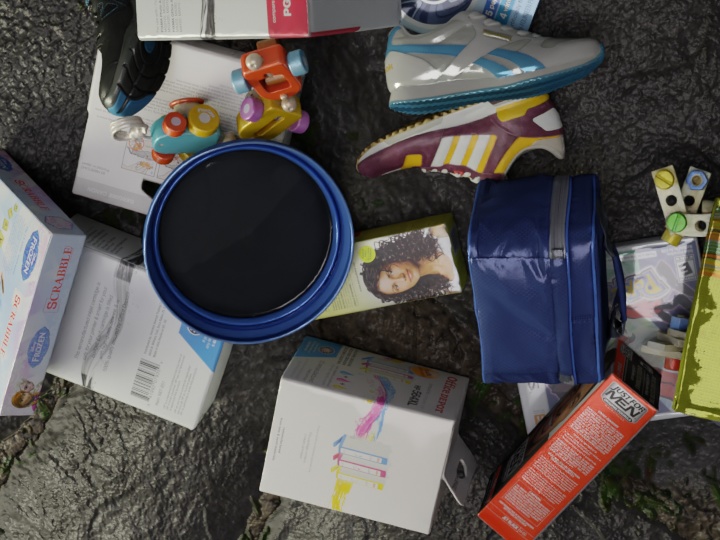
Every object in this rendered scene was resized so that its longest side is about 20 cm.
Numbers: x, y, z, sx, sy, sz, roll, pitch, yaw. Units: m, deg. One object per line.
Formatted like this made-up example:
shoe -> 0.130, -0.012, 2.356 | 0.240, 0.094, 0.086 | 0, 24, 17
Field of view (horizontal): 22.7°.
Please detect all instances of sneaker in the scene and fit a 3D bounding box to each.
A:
sneaker -> -0.223, -0.236, 1.692 | 0.082, 0.073, 0.201 | 2, 68, 19
sneaker -> 0.120, -0.196, 1.619 | 0.199, 0.077, 0.081 | -7, 83, 4
sneaker -> 0.095, -0.110, 1.697 | 0.199, 0.075, 0.090 | -20, 97, 17

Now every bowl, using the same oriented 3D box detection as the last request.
bowl -> -0.107, -0.030, 1.698 | 0.200, 0.039, 0.201 | -3, 108, -9

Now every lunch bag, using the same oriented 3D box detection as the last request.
lunch bag -> 0.178, 0.016, 1.655 | 0.132, 0.136, 0.200 | -2, 124, 13

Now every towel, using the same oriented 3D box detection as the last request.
towel -> 0.340, 0.039, 1.604 | 0.086, 0.018, 0.201 | 12, 99, 12

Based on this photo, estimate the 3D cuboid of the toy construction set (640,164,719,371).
toy construction set -> 0.322, 0.006, 1.654 | 0.131, 0.092, 0.201 | 9, 109, 12

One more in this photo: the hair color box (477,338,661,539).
hair color box -> 0.202, 0.169, 1.727 | 0.061, 0.102, 0.200 | 40, 110, -3

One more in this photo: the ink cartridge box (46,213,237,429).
ink cartridge box -> -0.228, 0.050, 1.804 | 0.199, 0.084, 0.145 | 21, 110, 4

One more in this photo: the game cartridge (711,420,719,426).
game cartridge -> 0.409, 0.114, 1.660 | 0.130, 0.038, 0.200 | 37, 143, -22

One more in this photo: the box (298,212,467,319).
box -> 0.000, 0.000, 1.763 | 0.199, 0.050, 0.075 | -12, 104, 15

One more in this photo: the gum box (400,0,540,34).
gum box -> 0.081, -0.303, 1.655 | 0.199, 0.045, 0.170 | 21, 111, 3

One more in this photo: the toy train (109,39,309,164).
toy train -> -0.128, -0.163, 1.658 | 0.199, 0.150, 0.056 | -17, 66, 18

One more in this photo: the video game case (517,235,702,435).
video game case -> 0.244, 0.064, 1.751 | 0.199, 0.023, 0.183 | -9, 105, 13

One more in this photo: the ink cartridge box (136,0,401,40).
ink cartridge box -> -0.085, -0.254, 1.613 | 0.200, 0.145, 0.084 | 5, 104, 34

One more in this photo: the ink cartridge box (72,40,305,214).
ink cartridge box -> -0.170, -0.136, 1.755 | 0.199, 0.045, 0.177 | 16, 108, 6

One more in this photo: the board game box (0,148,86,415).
board game box -> -0.356, 0.008, 1.774 | 0.199, 0.041, 0.200 | 42, 119, 44

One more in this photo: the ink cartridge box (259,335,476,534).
ink cartridge box -> 0.018, 0.163, 1.770 | 0.199, 0.129, 0.126 | 13, 109, 6
